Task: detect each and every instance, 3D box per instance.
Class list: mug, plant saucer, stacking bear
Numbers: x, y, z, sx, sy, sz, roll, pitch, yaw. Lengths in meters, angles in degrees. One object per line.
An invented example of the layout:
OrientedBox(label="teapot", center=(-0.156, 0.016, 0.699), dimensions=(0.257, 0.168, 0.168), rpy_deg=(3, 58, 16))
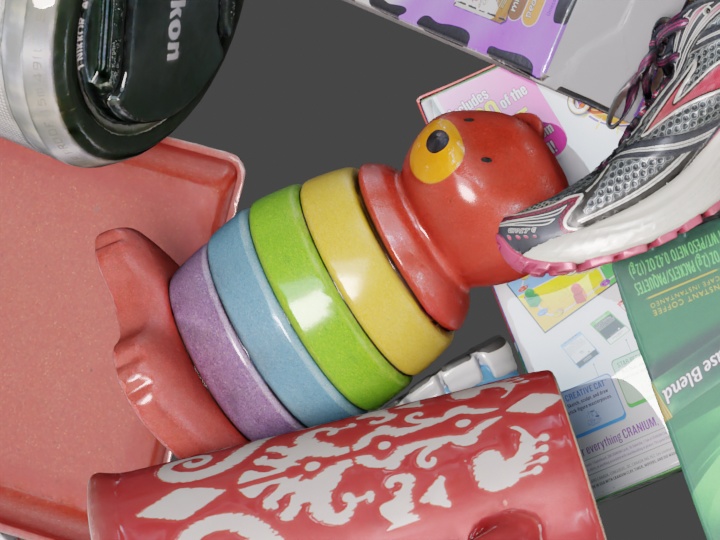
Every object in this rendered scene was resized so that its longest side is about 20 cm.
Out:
OrientedBox(label="mug", center=(0.004, 0.134, 1.143), dimensions=(0.199, 0.178, 0.134), rpy_deg=(-17, 126, 0))
OrientedBox(label="plant saucer", center=(-0.163, 0.020, 1.334), dimensions=(0.199, 0.037, 0.201), rpy_deg=(15, 91, 17))
OrientedBox(label="stacking bear", center=(0.000, 0.000, 1.219), dimensions=(0.199, 0.114, 0.122), rpy_deg=(-30, 40, 12))

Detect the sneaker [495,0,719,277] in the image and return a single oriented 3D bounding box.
OrientedBox(label="sneaker", center=(0.136, -0.067, 1.149), dimensions=(0.200, 0.081, 0.075), rpy_deg=(-37, 95, -4))

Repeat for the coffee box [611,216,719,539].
OrientedBox(label="coffee box", center=(0.192, 0.068, 1.147), dimensions=(0.122, 0.044, 0.201), rpy_deg=(-21, 74, 13))

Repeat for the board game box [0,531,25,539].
OrientedBox(label="board game box", center=(-0.141, 0.238, 1.316), dimensions=(0.200, 0.035, 0.126), rpy_deg=(45, 98, 13))

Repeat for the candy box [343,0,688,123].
OrientedBox(label="candy box", center=(0.065, -0.178, 1.220), dimensions=(0.200, 0.071, 0.169), rpy_deg=(28, 96, 44))

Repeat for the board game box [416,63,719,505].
OrientedBox(label="board game box", center=(0.132, -0.014, 1.250), dimensions=(0.152, 0.040, 0.201), rpy_deg=(-23, 81, 13))

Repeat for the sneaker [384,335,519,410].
OrientedBox(label="sneaker", center=(0.006, 0.119, 1.254), dimensions=(0.200, 0.075, 0.087), rpy_deg=(-37, 84, 23))

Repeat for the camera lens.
OrientedBox(label="camera lens", center=(-0.162, -0.146, 1.269), dimensions=(0.199, 0.160, 0.161), rpy_deg=(21, 93, 27))

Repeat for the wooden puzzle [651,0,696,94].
OrientedBox(label="wooden puzzle", center=(0.238, -0.103, 1.210), dimensions=(0.200, 0.037, 0.185), rpy_deg=(-42, 83, -1))
